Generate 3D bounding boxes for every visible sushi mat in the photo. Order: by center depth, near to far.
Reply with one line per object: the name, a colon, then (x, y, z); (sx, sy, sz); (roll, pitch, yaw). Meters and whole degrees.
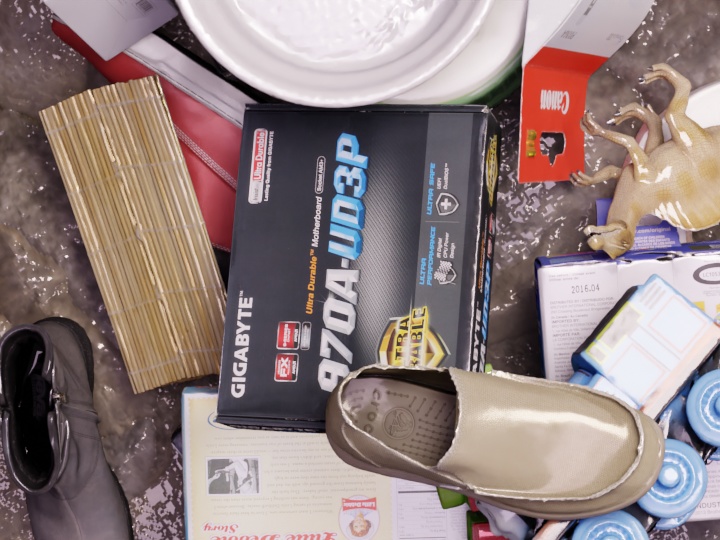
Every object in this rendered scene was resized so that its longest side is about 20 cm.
sushi mat: (-0.138, -0.022, 1.362); (0.095, 0.012, 0.201); (-11, 102, 32)

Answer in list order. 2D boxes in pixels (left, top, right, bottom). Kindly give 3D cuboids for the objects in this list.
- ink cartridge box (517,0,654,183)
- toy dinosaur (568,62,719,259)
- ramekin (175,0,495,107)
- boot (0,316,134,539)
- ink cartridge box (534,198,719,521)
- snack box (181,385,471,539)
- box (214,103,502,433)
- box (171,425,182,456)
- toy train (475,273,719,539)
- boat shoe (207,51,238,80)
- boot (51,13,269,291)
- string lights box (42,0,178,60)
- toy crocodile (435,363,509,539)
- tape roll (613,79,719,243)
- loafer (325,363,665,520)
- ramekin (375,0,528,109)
ink cartridge box: (0.145, -0.154, 1.315); (0.047, 0.160, 0.202); (6, 95, 20)
toy dinosaur: (0.202, -0.074, 1.334); (0.199, 0.058, 0.101); (-32, 73, -18)
ramekin: (-0.013, -0.197, 1.251); (0.199, 0.098, 0.202); (0, 95, 2)
boot: (-0.199, 0.130, 1.368); (0.069, 0.132, 0.201); (-14, 94, 2)
ink cartridge box: (0.181, 0.055, 1.340); (0.135, 0.076, 0.202); (-4, 96, 2)
snack box: (-0.012, 0.130, 1.345); (0.198, 0.037, 0.117); (-1, 94, 0)
box: (0.000, 0.000, 1.293); (0.158, 0.046, 0.202); (2, 79, 16)
box: (-0.002, 0.133, 1.396); (0.159, 0.046, 0.200); (-41, 93, 4)
toy train: (0.152, 0.104, 1.249); (0.114, 0.087, 0.200); (39, 83, 12)
boat shoe: (-0.110, -0.211, 1.350); (0.067, 0.072, 0.201); (-14, 82, -31)
boot: (-0.139, -0.076, 1.381); (0.199, 0.072, 0.145); (34, 97, -5)
string lights box: (-0.194, -0.239, 1.315); (0.059, 0.103, 0.201); (-32, 69, 5)
toy crocodile: (0.083, 0.158, 1.299); (0.067, 0.062, 0.202); (-9, 94, -3)
tape roll: (0.263, -0.029, 1.386); (0.201, 0.037, 0.204); (0, 96, 2)
loafer: (0.070, 0.094, 1.191); (0.199, 0.068, 0.076); (4, 76, 16)
ramekin: (0.033, -0.188, 1.348); (0.198, 0.098, 0.202); (0, 95, 2)
